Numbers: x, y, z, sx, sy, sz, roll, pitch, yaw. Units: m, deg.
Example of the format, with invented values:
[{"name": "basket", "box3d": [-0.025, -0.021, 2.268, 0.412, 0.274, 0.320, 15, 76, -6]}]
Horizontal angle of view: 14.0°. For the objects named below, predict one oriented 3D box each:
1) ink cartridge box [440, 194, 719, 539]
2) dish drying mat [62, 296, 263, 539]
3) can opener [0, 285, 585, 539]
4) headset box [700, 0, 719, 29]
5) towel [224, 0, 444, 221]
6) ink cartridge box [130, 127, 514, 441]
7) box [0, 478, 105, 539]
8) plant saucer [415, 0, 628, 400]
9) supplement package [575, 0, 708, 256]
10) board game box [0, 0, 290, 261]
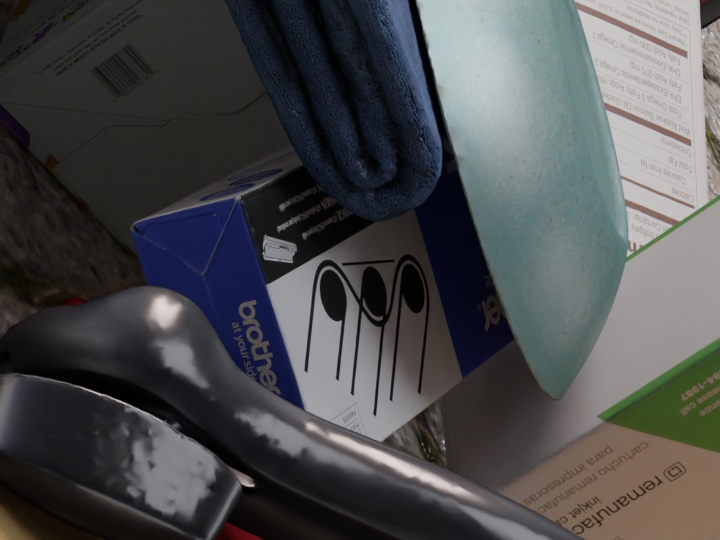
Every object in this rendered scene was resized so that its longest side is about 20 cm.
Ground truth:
[{"name": "ink cartridge box", "box3d": [0.148, 0.085, 1.091, 0.200, 0.145, 0.084, 43, 25, -30]}, {"name": "dish drying mat", "box3d": [-0.052, 0.074, 0.946, 0.077, 0.018, 0.200, 41, 7, -29]}, {"name": "can opener", "box3d": [-0.020, 0.065, 0.868, 0.200, 0.063, 0.079, 23, 67, -16]}, {"name": "headset box", "box3d": [0.108, -0.180, 1.344, 0.200, 0.149, 0.077, 39, 37, -30]}, {"name": "towel", "box3d": [-0.006, -0.105, 0.963, 0.200, 0.048, 0.112, -88, 159, -59]}, {"name": "ink cartridge box", "box3d": [0.000, 0.000, 0.986, 0.200, 0.044, 0.094, -33, 108, -62]}, {"name": "box", "box3d": [-0.061, 0.136, 0.801, 0.163, 0.021, 0.200, 43, 15, -29]}, {"name": "plant saucer", "box3d": [0.059, -0.057, 0.998, 0.201, 0.039, 0.201, -15, 90, -80]}, {"name": "supplement package", "box3d": [0.065, -0.066, 1.224, 0.117, 0.117, 0.200, 19, 61, -37]}, {"name": "board game box", "box3d": [-0.062, -0.107, 1.143, 0.103, 0.105, 0.200, 47, 24, -23]}]
